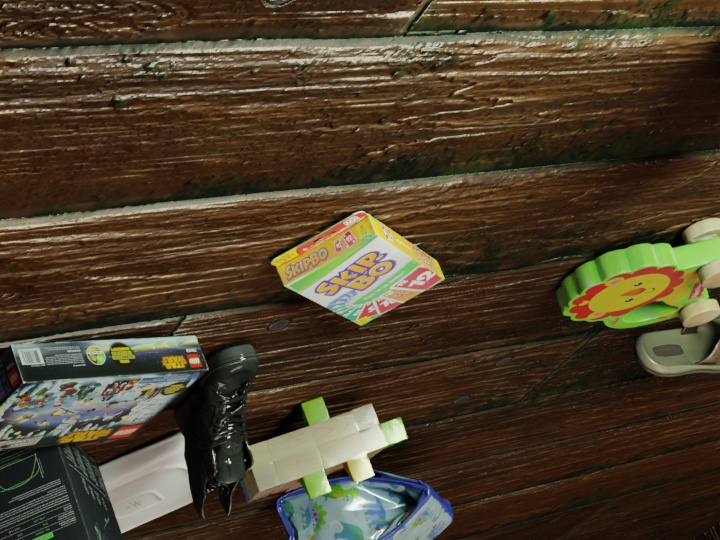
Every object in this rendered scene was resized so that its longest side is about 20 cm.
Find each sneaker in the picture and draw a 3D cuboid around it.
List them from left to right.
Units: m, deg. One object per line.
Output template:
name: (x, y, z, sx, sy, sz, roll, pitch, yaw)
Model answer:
sneaker: (-0.131, 0.159, 1.593, 0.060, 0.105, 0.200, -10, 155, -30)

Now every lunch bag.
lunch bag: (0.011, 0.322, 2.097, 0.199, 0.128, 0.170, -16, 159, 9)

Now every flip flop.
flip flop: (0.435, 0.085, 2.064, 0.199, 0.081, 0.058, -6, 139, -27)

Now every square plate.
square plate: (-0.250, 0.245, 1.780, 0.197, 0.029, 0.200, -24, 158, 1)

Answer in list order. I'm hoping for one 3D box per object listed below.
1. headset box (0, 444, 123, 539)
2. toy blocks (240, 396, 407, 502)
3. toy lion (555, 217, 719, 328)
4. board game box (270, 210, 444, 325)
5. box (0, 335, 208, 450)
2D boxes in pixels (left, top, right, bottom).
headset box: (-0.284, 0.268, 1.564, 0.092, 0.201, 0.174, -23, 160, -2)
toy blocks: (-0.061, 0.208, 1.822, 0.199, 0.100, 0.137, -18, 169, -16)
toy lion: (0.307, 0.018, 1.788, 0.191, 0.069, 0.200, -15, 158, -4)
board game box: (0.000, 0.000, 1.467, 0.095, 0.030, 0.200, -29, 156, 13)
box: (-0.252, 0.110, 1.443, 0.199, 0.040, 0.137, -1, 150, -45)
